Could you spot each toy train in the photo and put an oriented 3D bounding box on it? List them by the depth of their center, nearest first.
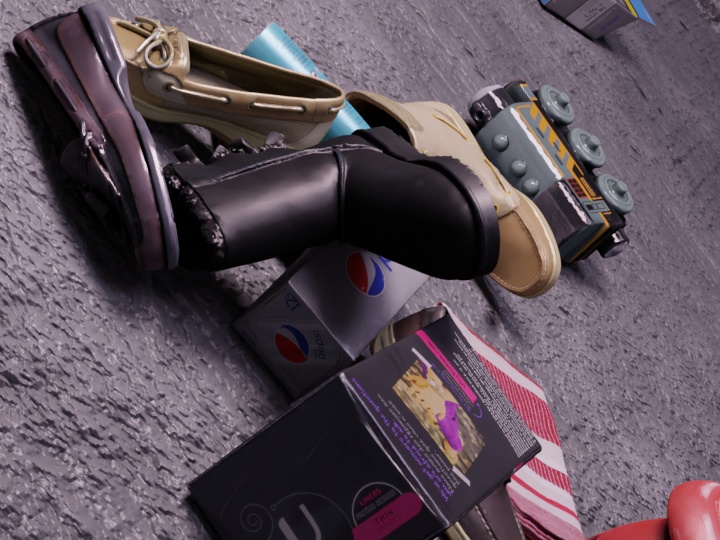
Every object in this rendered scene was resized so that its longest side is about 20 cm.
[{"bbox_3d":[0.177,-0.095,1.960,0.114,0.085,0.201,-8,62,-55],"label":"toy train"}]

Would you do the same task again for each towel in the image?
[{"bbox_3d":[0.112,0.123,1.554,0.144,0.023,0.201,40,24,-32],"label":"towel"}]

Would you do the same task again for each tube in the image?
[{"bbox_3d":[-0.009,-0.092,1.500,0.200,0.050,0.077,44,6,-3],"label":"tube"}]

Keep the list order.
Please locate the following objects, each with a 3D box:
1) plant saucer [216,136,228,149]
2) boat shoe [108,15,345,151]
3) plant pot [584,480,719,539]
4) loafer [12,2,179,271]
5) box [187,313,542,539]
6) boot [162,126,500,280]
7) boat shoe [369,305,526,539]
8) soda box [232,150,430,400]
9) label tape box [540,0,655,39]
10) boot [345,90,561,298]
[{"bbox_3d":[-0.022,-0.064,1.526,0.200,0.029,0.200,36,21,-16],"label":"plant saucer"},{"bbox_3d":[-0.107,-0.133,1.409,0.200,0.063,0.073,24,33,-23],"label":"boat shoe"},{"bbox_3d":[0.202,0.250,1.321,0.200,0.182,0.201,43,24,-25],"label":"plant pot"},{"bbox_3d":[-0.162,-0.077,1.274,0.072,0.063,0.201,96,-23,-55],"label":"loafer"},{"bbox_3d":[0.009,0.114,1.214,0.106,0.122,0.200,55,22,5],"label":"box"},{"bbox_3d":[-0.026,-0.033,1.282,0.162,0.074,0.198,-12,26,-24],"label":"boot"},{"bbox_3d":[0.071,0.117,1.407,0.201,0.065,0.073,63,19,11],"label":"boat shoe"},{"bbox_3d":[0.000,0.000,1.383,0.068,0.063,0.200,50,40,-5],"label":"soda box"},{"bbox_3d":[0.269,-0.366,2.591,0.200,0.063,0.145,22,36,-53],"label":"label tape box"},{"bbox_3d":[0.071,-0.062,1.691,0.201,0.073,0.155,57,21,18],"label":"boot"}]
